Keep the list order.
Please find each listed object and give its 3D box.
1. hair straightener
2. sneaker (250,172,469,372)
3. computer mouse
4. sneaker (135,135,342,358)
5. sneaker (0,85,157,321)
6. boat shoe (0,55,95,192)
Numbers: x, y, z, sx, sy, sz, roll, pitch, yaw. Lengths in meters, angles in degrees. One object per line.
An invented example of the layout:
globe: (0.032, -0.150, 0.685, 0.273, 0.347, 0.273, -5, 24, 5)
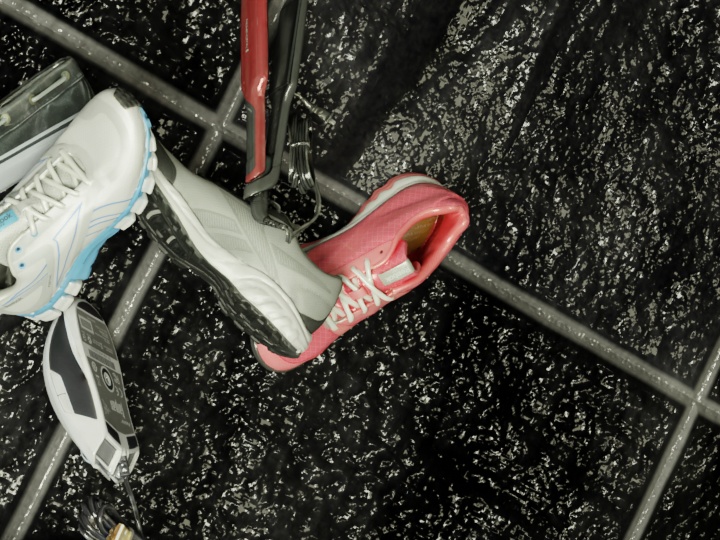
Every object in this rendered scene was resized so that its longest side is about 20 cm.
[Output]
hair straightener: (-0.047, -0.112, 1.603, 0.077, 0.041, 0.201, 10, 65, -29)
sneaker: (0.000, 0.000, 1.658, 0.200, 0.087, 0.074, -43, 114, -15)
computer mouse: (-0.187, 0.115, 1.564, 0.044, 0.110, 0.201, -22, 67, 13)
sneaker: (-0.096, -0.029, 1.604, 0.200, 0.074, 0.079, 46, 71, -11)
sneaker: (-0.208, -0.038, 1.498, 0.086, 0.075, 0.200, -7, 137, -50)
boat shoe: (-0.268, -0.085, 1.527, 0.200, 0.072, 0.071, -32, 103, -31)
